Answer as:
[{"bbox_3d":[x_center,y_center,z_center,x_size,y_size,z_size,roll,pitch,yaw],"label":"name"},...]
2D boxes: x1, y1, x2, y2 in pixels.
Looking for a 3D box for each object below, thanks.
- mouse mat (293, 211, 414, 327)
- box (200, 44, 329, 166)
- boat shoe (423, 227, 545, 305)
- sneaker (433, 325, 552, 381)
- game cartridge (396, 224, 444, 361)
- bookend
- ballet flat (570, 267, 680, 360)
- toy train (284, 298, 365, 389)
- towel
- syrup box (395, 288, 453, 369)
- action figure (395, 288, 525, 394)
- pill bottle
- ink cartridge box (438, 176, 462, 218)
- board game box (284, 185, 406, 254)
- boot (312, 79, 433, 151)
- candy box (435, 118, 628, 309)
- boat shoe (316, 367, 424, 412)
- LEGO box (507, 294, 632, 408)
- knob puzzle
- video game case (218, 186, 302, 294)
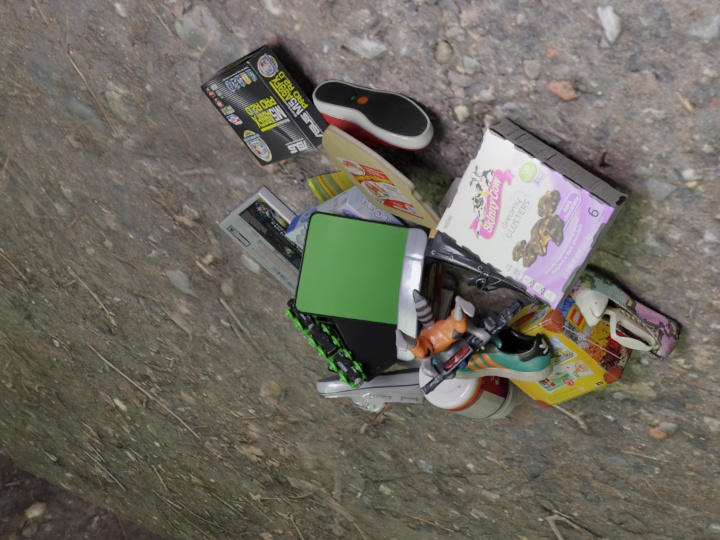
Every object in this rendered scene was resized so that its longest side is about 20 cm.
[{"bbox_3d":[0.000,0.000,1.703,0.198,0.163,0.008,9,-173,-18],"label":"mouse mat"},{"bbox_3d":[-0.144,-0.242,1.637,0.161,0.044,0.199,53,157,-17],"label":"box"},{"bbox_3d":[0.178,0.001,1.555,0.199,0.063,0.075,31,175,10],"label":"boat shoe"},{"bbox_3d":[0.197,0.119,1.687,0.198,0.072,0.081,0,129,22],"label":"sneaker"},{"bbox_3d":[0.092,0.031,1.664,0.040,0.133,0.203,9,101,22],"label":"game cartridge"},{"bbox_3d":[-0.031,0.068,1.815,0.202,0.092,0.198,62,162,-11],"label":"bookend"},{"bbox_3d":[0.374,0.065,1.600,0.199,0.071,0.069,32,149,4],"label":"ballet flat"},{"bbox_3d":[-0.057,0.118,1.748,0.200,0.042,0.057,47,169,33],"label":"toy train"},{"bbox_3d":[0.002,-0.126,1.735,0.199,0.018,0.086,-5,132,46],"label":"towel"},{"bbox_3d":[0.098,0.097,1.848,0.080,0.080,0.201,15,155,4],"label":"syrup box"},{"bbox_3d":[0.136,0.078,1.588,0.105,0.200,0.194,49,178,19],"label":"action figure"},{"bbox_3d":[0.188,0.191,1.840,0.109,0.111,0.199,10,171,33],"label":"pill bottle"},{"bbox_3d":[0.222,-0.056,1.581,0.198,0.068,0.117,15,144,30],"label":"ink cartridge box"},{"bbox_3d":[0.005,-0.040,1.803,0.199,0.044,0.198,38,150,-21],"label":"board game box"},{"bbox_3d":[0.028,-0.187,1.585,0.199,0.073,0.145,24,148,31],"label":"boot"},{"bbox_3d":[0.225,-0.076,1.458,0.199,0.071,0.169,34,120,15],"label":"candy box"},{"bbox_3d":[0.024,0.209,1.853,0.197,0.068,0.073,-4,-178,-15],"label":"boat shoe"},{"bbox_3d":[0.309,0.125,1.733,0.149,0.077,0.200,40,148,-9],"label":"LEGO box"},{"bbox_3d":[0.022,-0.143,1.546,0.219,0.031,0.220,38,171,7],"label":"knob puzzle"},{"bbox_3d":[-0.144,-0.050,1.967,0.200,0.023,0.181,43,148,-12],"label":"video game case"}]
